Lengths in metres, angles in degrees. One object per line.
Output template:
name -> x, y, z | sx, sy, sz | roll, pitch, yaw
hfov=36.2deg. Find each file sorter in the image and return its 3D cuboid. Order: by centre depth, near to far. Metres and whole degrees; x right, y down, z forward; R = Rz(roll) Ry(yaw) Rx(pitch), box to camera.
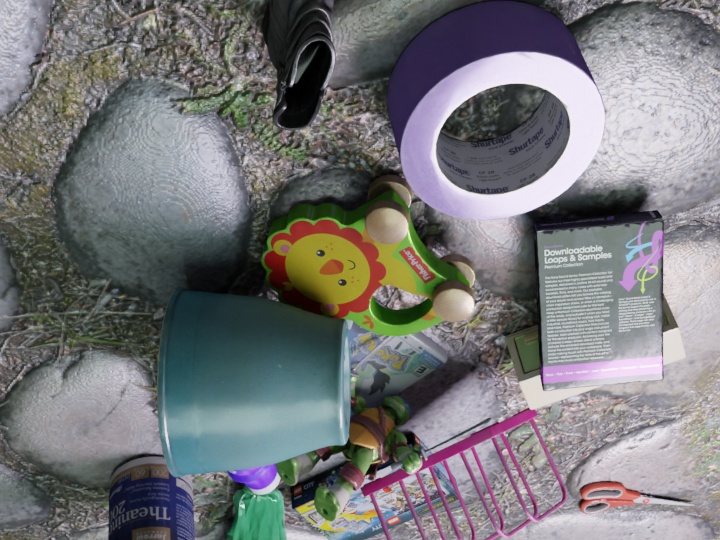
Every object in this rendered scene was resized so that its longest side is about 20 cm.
file sorter -> 0.132, 0.273, 1.348 | 0.199, 0.126, 0.139 | -30, 168, 28

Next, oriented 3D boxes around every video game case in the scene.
video game case -> -0.023, 0.107, 1.334 | 0.182, 0.022, 0.199 | -36, 131, 23

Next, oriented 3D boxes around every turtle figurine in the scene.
turtle figurine -> 0.005, 0.182, 1.284 | 0.199, 0.194, 0.145 | -22, 103, 54

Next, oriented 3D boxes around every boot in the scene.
boot -> -0.038, -0.226, 0.917 | 0.069, 0.133, 0.201 | 1, 135, -11

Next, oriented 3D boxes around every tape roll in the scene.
tape roll -> 0.129, -0.150, 1.062 | 0.197, 0.086, 0.201 | -5, 136, -5

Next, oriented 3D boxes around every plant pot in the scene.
plant pot -> -0.104, 0.119, 1.183 | 0.186, 0.201, 0.201 | -1, 136, 2

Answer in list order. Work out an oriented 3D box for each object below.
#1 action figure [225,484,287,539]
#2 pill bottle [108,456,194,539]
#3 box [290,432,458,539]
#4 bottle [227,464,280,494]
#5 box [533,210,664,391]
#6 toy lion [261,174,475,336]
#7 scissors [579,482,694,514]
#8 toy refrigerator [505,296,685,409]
action figure -> -0.144, 0.351, 1.534 | 0.117, 0.055, 0.202 | 0, 128, -9
pill bottle -> -0.266, 0.348, 1.401 | 0.110, 0.201, 0.112 | -6, 136, -6
box -> 0.021, 0.311, 1.536 | 0.198, 0.038, 0.137 | -26, 134, 15
bottle -> -0.158, 0.209, 1.368 | 0.065, 0.083, 0.201 | -49, 139, -20
box -> 0.271, 0.036, 1.250 | 0.141, 0.036, 0.202 | -5, 113, 2
toy lion -> 0.000, 0.000, 1.190 | 0.191, 0.069, 0.200 | -29, 120, 25
scissors -> 0.423, 0.342, 1.663 | 0.197, 0.014, 0.074 | 0, 133, -9
toy refrigerator -> 0.284, 0.091, 1.340 | 0.198, 0.076, 0.070 | -20, 135, 10
